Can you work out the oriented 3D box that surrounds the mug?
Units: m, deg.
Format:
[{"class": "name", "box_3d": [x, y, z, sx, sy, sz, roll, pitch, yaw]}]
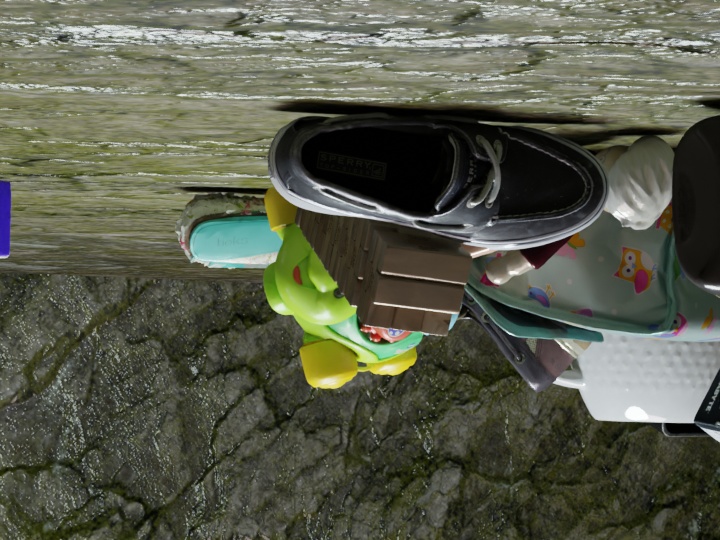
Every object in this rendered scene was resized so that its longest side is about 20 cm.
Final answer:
[{"class": "mug", "box_3d": [0.211, 0.034, 1.909, 0.198, 0.177, 0.148, 2, 177, -13]}]

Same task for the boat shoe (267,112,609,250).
[{"class": "boat shoe", "box_3d": [0.051, -0.054, 1.302, 0.198, 0.072, 0.068, 9, 177, -15]}]

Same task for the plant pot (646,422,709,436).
[{"class": "plant pot", "box_3d": [0.379, 0.071, 2.669, 0.199, 0.201, 0.177, 3, -172, -31]}]

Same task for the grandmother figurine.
[{"class": "grandmother figurine", "box_3d": [0.108, -0.039, 1.433, 0.199, 0.122, 0.061, -16, 132, 41]}]

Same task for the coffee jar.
[{"class": "coffee jar", "box_3d": [0.239, -0.031, 1.293, 0.085, 0.105, 0.200, -4, 175, 28]}]

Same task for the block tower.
[{"class": "block tower", "box_3d": [0.009, -0.020, 1.411, 0.057, 0.054, 0.200, 8, -163, -16]}]

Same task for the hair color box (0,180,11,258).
[{"class": "hair color box", "box_3d": [-0.373, -0.038, 1.809, 0.199, 0.065, 0.109, 1, 178, 44]}]

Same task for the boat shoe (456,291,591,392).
[{"class": "boat shoe", "box_3d": [0.075, 0.010, 1.696, 0.200, 0.065, 0.072, 39, 177, 17]}]

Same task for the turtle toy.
[{"class": "turtle toy", "box_3d": [0.000, 0.000, 1.584, 0.101, 0.147, 0.199, -16, 176, 33]}]

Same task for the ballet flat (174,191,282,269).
[{"class": "ballet flat", "box_3d": [-0.051, -0.036, 1.873, 0.198, 0.076, 0.064, 6, -153, -15]}]

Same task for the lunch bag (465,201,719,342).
[{"class": "lunch bag", "box_3d": [0.157, -0.012, 1.570, 0.199, 0.123, 0.170, 6, -179, 31]}]

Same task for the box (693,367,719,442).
[{"class": "box", "box_3d": [0.320, 0.033, 1.565, 0.046, 0.201, 0.159, 33, 169, -22]}]
